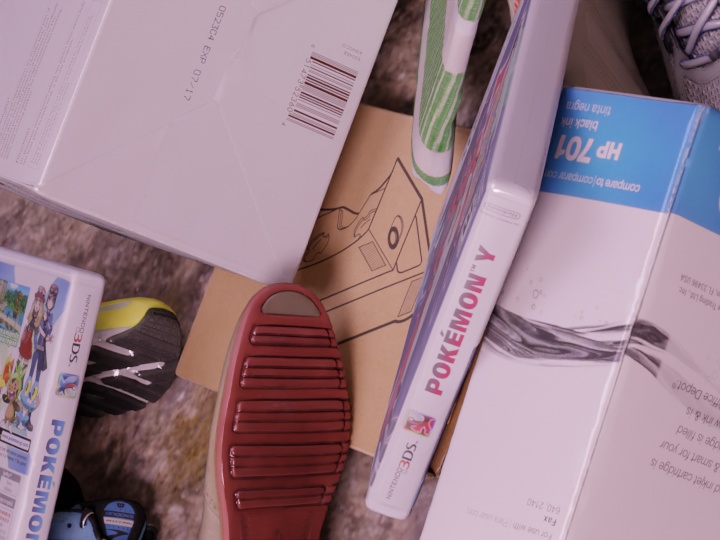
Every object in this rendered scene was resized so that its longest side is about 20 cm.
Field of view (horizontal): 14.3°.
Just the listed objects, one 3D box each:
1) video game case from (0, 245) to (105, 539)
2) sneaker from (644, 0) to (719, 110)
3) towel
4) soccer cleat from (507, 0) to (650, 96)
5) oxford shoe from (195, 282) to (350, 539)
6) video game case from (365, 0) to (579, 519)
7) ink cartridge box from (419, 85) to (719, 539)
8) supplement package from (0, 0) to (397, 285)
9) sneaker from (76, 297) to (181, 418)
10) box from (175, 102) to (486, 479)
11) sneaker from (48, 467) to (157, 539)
[{"bbox_3d":[-0.199,0.078,1.467,0.200,0.022,0.183,13,91,59],"label":"video game case"},{"bbox_3d":[0.142,-0.132,1.258,0.077,0.085,0.201,-34,51,33],"label":"sneaker"},{"bbox_3d":[0.057,-0.153,1.305,0.153,0.023,0.201,-82,7,-48],"label":"towel"},{"bbox_3d":[0.096,-0.099,1.298,0.069,0.077,0.201,-18,60,41],"label":"soccer cleat"},{"bbox_3d":[-0.054,0.106,1.357,0.075,0.070,0.201,1,84,59],"label":"oxford shoe"},{"bbox_3d":[0.050,-0.025,1.202,0.200,0.023,0.183,-75,4,-51],"label":"video game case"},{"bbox_3d":[0.124,0.045,1.150,0.086,0.146,0.201,14,84,48],"label":"ink cartridge box"},{"bbox_3d":[-0.101,-0.113,1.435,0.200,0.147,0.192,18,86,63],"label":"supplement package"},{"bbox_3d":[-0.168,0.031,1.527,0.199,0.078,0.091,-15,60,43],"label":"sneaker"},{"bbox_3d":[0.000,0.000,1.400,0.200,0.021,0.164,18,86,50],"label":"box"},{"bbox_3d":[-0.137,0.157,1.437,0.200,0.078,0.090,36,96,49],"label":"sneaker"}]
